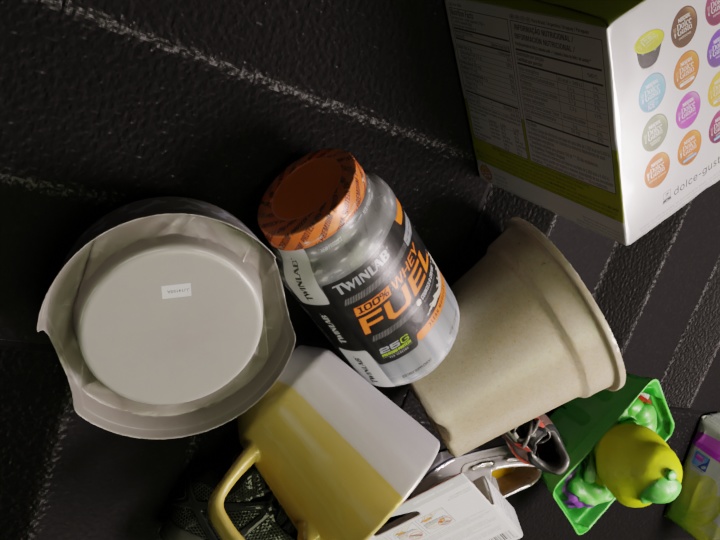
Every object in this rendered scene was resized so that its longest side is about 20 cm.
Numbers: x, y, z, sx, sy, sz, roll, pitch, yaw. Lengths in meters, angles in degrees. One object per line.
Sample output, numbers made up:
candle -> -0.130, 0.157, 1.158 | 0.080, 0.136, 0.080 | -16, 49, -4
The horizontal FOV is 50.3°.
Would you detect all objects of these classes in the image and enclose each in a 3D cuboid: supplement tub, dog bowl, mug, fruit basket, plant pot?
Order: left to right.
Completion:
dog bowl -> -0.149, 0.035, 0.604 | 0.195, 0.059, 0.205 | -10, 123, -16
mug -> -0.036, 0.156, 0.669 | 0.150, 0.153, 0.186 | -45, 176, 18
supplement tub -> 0.000, 0.000, 0.675 | 0.122, 0.122, 0.201 | -43, 129, -8
plant pot -> 0.133, 0.083, 0.780 | 0.181, 0.201, 0.203 | -32, 128, -3
fruit basket -> 0.332, 0.240, 0.974 | 0.215, 0.215, 0.156 | -43, 129, -8

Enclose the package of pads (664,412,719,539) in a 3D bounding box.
package of pads -> 0.602, 0.360, 1.249 | 0.067, 0.154, 0.205 | -2, 114, -33

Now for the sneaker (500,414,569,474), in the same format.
sneaker -> 0.180, 0.165, 0.887 | 0.199, 0.082, 0.078 | 41, 86, -23

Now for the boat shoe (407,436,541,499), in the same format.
boat shoe -> 0.139, 0.261, 0.933 | 0.196, 0.070, 0.073 | -7, 117, -33

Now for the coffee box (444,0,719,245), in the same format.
coffee box -> 0.224, -0.184, 0.690 | 0.197, 0.199, 0.201 | -32, 126, -17

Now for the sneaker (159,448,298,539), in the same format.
sneaker -> -0.081, 0.239, 0.722 | 0.195, 0.076, 0.117 | 25, 93, 3

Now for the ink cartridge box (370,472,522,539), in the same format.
ink cartridge box -> 0.062, 0.290, 0.862 | 0.197, 0.044, 0.174 | -30, 129, 13
